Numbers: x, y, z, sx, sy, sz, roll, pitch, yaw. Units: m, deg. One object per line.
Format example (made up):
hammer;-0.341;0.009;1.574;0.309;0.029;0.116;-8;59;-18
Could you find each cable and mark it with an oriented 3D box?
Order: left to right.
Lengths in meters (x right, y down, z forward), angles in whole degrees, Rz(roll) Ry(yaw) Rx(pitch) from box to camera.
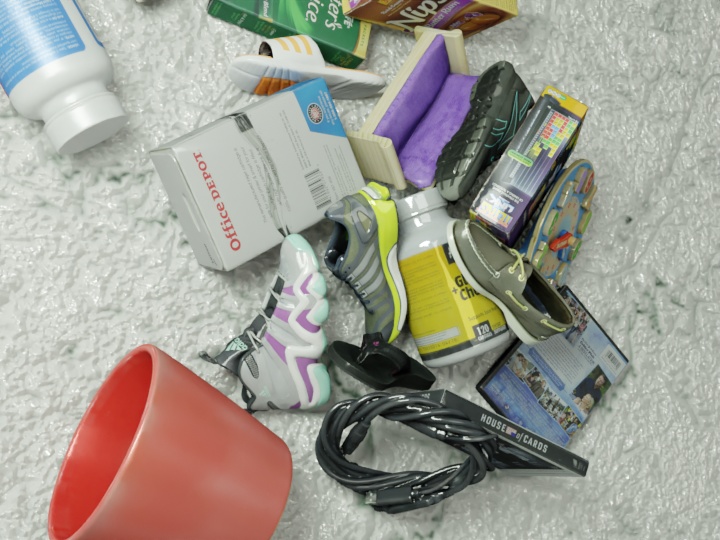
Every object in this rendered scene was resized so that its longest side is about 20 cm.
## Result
cable;0.052;0.190;0.938;0.163;0.199;0.051;57;30;-23

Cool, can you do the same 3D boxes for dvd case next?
dvd case;0.139;0.190;0.999;0.200;0.150;0.025;28;69;-17
dvd case;0.255;0.136;1.135;0.200;0.018;0.143;-45;99;-24

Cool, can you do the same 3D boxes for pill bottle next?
pill bottle;-0.326;-0.226;0.893;0.112;0.112;0.200;-30;92;-26
pill bottle;0.095;0.007;1.036;0.112;0.112;0.201;-20;89;-26

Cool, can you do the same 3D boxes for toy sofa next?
toy sofa;0.075;-0.200;1.059;0.200;0.097;0.083;-59;149;-23

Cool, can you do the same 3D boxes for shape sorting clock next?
shape sorting clock;0.254;-0.043;1.093;0.039;0.200;0.200;27;63;26

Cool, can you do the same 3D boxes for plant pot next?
plant pot;-0.177;0.198;0.846;0.177;0.200;0.201;31;69;-27

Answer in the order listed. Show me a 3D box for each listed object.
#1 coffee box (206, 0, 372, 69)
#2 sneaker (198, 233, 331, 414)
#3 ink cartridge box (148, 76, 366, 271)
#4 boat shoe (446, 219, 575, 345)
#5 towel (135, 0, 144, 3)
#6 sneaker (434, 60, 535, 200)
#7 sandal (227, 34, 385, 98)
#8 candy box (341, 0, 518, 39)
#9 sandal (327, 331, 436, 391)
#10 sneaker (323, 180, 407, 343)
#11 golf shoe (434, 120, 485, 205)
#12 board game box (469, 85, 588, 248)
coffee box;-0.078;-0.339;1.064;0.199;0.044;0.123;18;72;-21
sneaker;-0.107;0.066;0.934;0.139;0.078;0.201;-9;103;-20
ink cartridge box;-0.111;-0.108;0.965;0.200;0.084;0.145;-30;109;-26
boat shoe;0.173;0.008;0.989;0.202;0.060;0.072;46;42;-28
towel;-0.226;-0.405;0.993;0.132;0.034;0.200;41;71;3
sneaker;0.157;-0.159;1.034;0.079;0.075;0.200;38;66;-24
sandal;-0.066;-0.247;1.039;0.206;0.079;0.059;-1;79;-33
candy box;0.087;-0.339;1.068;0.200;0.116;0.057;3;80;-41
sandal;0.029;0.096;0.968;0.075;0.200;0.048;37;101;28
sneaker;0.000;0.000;0.994;0.081;0.074;0.201;-17;113;-21
golf shoe;0.146;-0.179;1.119;0.088;0.077;0.200;40;63;1
board game box;0.198;-0.110;1.032;0.057;0.200;0.166;31;90;11
